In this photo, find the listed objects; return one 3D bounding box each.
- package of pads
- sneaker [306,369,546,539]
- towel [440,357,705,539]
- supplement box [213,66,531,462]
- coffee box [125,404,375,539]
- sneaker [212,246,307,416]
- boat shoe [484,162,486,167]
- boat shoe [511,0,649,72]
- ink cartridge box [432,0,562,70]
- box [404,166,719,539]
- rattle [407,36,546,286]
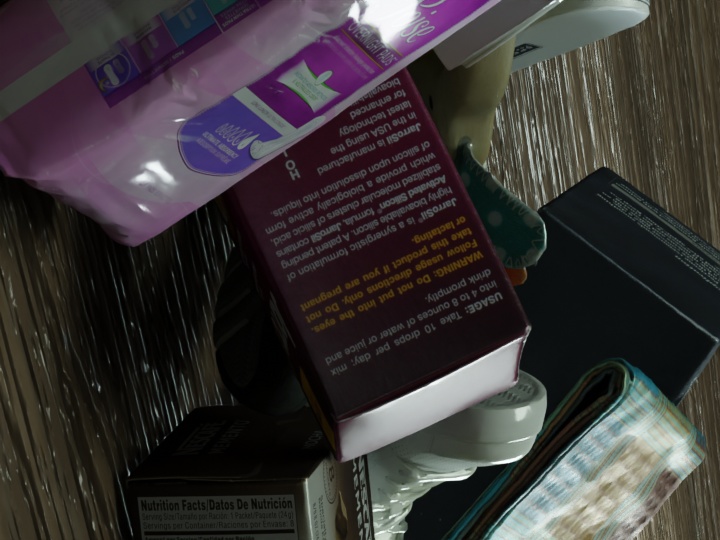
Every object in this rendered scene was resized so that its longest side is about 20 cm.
[{"bbox_3d":[-0.038,-0.093,1.045,0.076,0.200,0.120,58,6,14],"label":"package of pads"},{"bbox_3d":[0.017,0.096,1.304,0.200,0.073,0.116,8,-80,59],"label":"sneaker"},{"bbox_3d":[0.101,0.117,1.398,0.147,0.022,0.200,-49,157,1],"label":"towel"},{"bbox_3d":[-0.013,-0.036,1.158,0.110,0.085,0.201,90,-25,-78],"label":"supplement box"},{"bbox_3d":[-0.038,0.166,1.231,0.113,0.079,0.201,-44,130,-73],"label":"coffee box"},{"bbox_3d":[0.000,0.000,1.297,0.115,0.075,0.201,33,38,-28],"label":"sneaker"},{"bbox_3d":[0.024,-0.041,1.536,0.062,0.072,0.201,56,39,-72],"label":"boat shoe"},{"bbox_3d":[0.044,-0.129,1.392,0.072,0.199,0.068,9,69,-52],"label":"boat shoe"},{"bbox_3d":[0.045,-0.206,1.199,0.147,0.083,0.200,-40,97,-37],"label":"ink cartridge box"},{"bbox_3d":[0.103,0.064,1.556,0.197,0.117,0.200,-55,173,15],"label":"box"},{"bbox_3d":[0.005,-0.090,1.287,0.130,0.142,0.201,18,-71,58],"label":"rattle"}]
